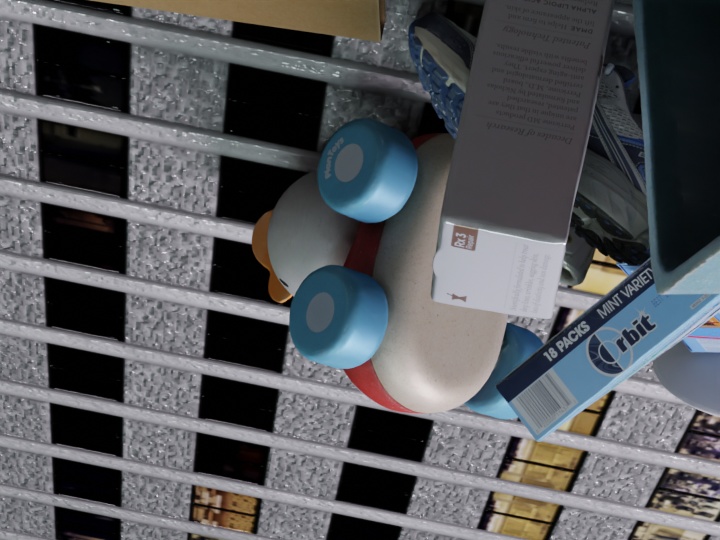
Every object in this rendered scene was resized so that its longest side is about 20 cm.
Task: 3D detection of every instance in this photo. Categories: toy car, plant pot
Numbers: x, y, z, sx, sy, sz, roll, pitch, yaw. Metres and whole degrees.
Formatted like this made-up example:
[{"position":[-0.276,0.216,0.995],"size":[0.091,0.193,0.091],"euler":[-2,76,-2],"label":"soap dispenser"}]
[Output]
[{"position":[0.000,0.000,1.738],"size":[0.184,0.178,0.200],"euler":[19,169,-42],"label":"toy car"},{"position":[0.276,-0.099,1.388],"size":[0.199,0.197,0.196],"euler":[6,158,-21],"label":"plant pot"}]

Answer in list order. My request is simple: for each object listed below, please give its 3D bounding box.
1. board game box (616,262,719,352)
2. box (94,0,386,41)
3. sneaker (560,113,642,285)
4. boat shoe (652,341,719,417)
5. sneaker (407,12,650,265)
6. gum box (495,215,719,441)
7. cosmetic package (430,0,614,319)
[{"position":[0.264,0.012,1.749],"size":[0.151,0.037,0.200],"euler":[1,164,21],"label":"board game box"},{"position":[-0.085,-0.191,1.525],"size":[0.199,0.021,0.164],"euler":[8,155,6],"label":"box"},{"position":[0.153,-0.035,1.642],"size":[0.199,0.116,0.074],"euler":[10,153,-3],"label":"sneaker"},{"position":[0.303,0.074,1.864],"size":[0.199,0.072,0.066],"euler":[2,167,22],"label":"boat shoe"},{"position":[0.114,-0.090,1.561],"size":[0.200,0.085,0.077],"euler":[41,165,17],"label":"sneaker"},{"position":[0.189,0.008,1.556],"size":[0.170,0.200,0.045],"euler":[-42,83,33],"label":"gum box"},{"position":[0.091,-0.085,1.463],"size":[0.074,0.201,0.102],"euler":[10,155,3],"label":"cosmetic package"}]
